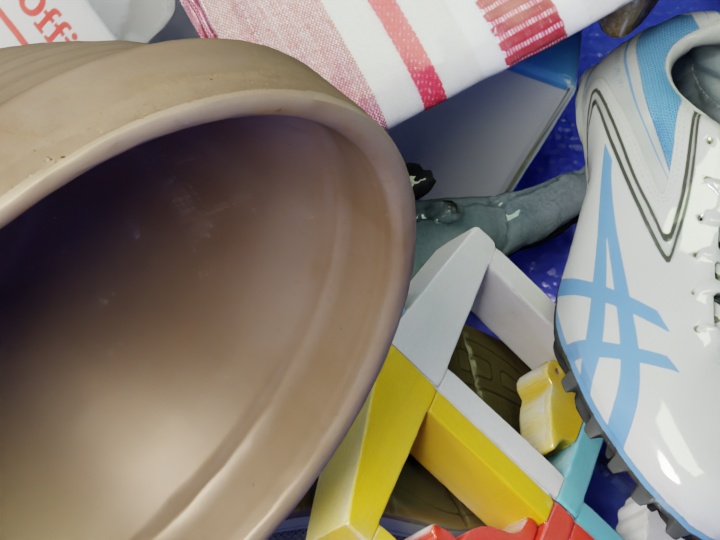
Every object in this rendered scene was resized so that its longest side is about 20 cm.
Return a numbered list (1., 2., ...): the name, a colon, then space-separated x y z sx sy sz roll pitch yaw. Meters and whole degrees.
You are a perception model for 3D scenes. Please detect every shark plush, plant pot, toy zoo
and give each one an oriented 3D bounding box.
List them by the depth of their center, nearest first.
1. plant pot: -0.089 0.015 0.703 0.200 0.201 0.093 -21 51 -37
2. toy zoo: 0.057 0.076 0.857 0.200 0.020 0.131 43 43 -18
3. shark plush: 0.000 0.000 0.901 0.199 0.083 0.091 0 52 -25

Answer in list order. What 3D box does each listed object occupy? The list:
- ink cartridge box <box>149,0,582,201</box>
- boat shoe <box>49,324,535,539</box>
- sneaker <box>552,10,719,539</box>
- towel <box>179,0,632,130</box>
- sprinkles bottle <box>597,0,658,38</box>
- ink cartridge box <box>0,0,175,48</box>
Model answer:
1. ink cartridge box: 0.002 -0.131 1.012 0.145 0.084 0.201 18 47 -10
2. boat shoe: -0.021 0.060 0.859 0.200 0.063 0.073 -8 71 -42
3. sneaker: 0.104 -0.004 0.889 0.072 0.072 0.201 33 40 -32
4. towel: 0.029 -0.134 0.868 0.199 0.023 0.144 -28 88 -8
5. sprinkles bottle: 0.023 -0.158 0.939 0.200 0.068 0.068 36 46 6
6. ink cartridge box: -0.121 -0.029 0.784 0.067 0.117 0.200 26 70 43
